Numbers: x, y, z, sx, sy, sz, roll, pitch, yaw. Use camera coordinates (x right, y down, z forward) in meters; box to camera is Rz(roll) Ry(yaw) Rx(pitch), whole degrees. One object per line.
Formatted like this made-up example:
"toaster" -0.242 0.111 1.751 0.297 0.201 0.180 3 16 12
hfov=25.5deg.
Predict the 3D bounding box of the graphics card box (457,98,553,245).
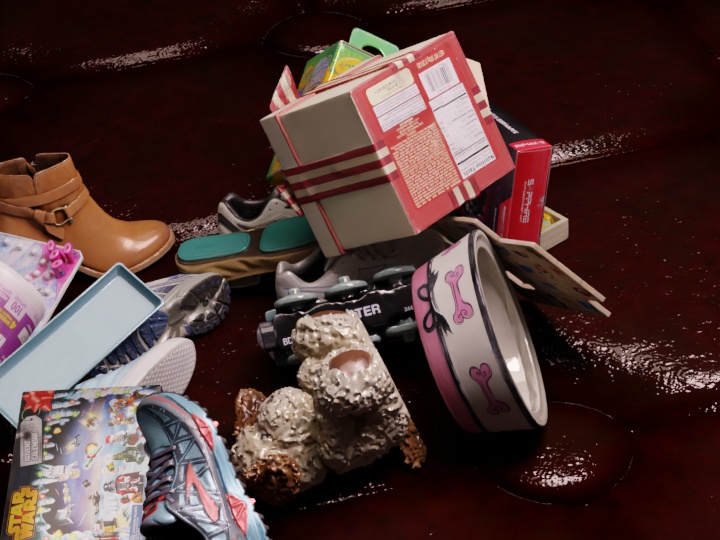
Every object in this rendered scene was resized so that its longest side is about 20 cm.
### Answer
"graphics card box" 0.140 -0.122 1.804 0.051 0.126 0.200 -10 33 -24

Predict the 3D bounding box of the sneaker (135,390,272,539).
"sneaker" -0.156 0.195 1.397 0.095 0.079 0.201 -17 62 -36

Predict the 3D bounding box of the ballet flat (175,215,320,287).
"ballet flat" -0.107 -0.017 1.766 0.199 0.063 0.069 -8 38 20

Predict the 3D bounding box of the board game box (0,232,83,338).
"board game box" -0.429 0.037 1.724 0.199 0.026 0.201 12 60 25

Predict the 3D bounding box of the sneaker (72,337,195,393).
"sneaker" -0.249 0.122 1.594 0.082 0.074 0.200 21 42 27

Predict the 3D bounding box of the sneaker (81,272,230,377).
"sneaker" -0.236 0.058 1.705 0.085 0.078 0.199 14 30 43

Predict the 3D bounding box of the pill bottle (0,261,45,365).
"pill bottle" -0.415 0.086 1.598 0.112 0.112 0.201 18 65 31

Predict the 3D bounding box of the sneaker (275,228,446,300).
"sneaker" 0.000 0.000 1.709 0.199 0.087 0.075 -23 44 -10

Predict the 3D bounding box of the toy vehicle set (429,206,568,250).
"toy vehicle set" 0.125 -0.033 1.815 0.199 0.027 0.124 -27 39 -29

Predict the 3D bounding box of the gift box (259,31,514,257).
"gift box" 0.021 -0.143 1.644 0.184 0.201 0.186 -28 9 -36

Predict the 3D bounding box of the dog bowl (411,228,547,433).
"dog bowl" 0.112 0.066 1.531 0.073 0.201 0.201 -20 31 13

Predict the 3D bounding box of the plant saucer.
"plant saucer" -0.290 0.077 1.599 0.070 0.019 0.200 39 63 16

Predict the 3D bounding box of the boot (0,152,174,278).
"boot" -0.319 -0.070 1.817 0.198 0.156 0.077 -9 33 -5

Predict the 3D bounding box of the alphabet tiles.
"alphabet tiles" 0.161 -0.006 1.610 0.008 0.167 0.200 -57 22 -9

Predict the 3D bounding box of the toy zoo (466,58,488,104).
"toy zoo" 0.080 -0.125 1.786 0.020 0.200 0.132 15 49 -29

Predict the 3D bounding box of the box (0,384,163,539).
"box" -0.253 0.200 1.456 0.136 0.040 0.201 -4 52 4

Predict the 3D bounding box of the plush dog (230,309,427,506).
"plush dog" -0.042 0.150 1.497 0.171 0.161 0.200 -28 19 -1

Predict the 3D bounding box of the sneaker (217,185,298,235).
"sneaker" -0.071 -0.054 1.799 0.198 0.088 0.076 -4 26 13

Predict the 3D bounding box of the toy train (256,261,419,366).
"toy train" -0.009 0.052 1.641 0.198 0.086 0.114 -15 -10 -4

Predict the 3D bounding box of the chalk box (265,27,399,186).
"chalk box" -0.007 -0.178 1.812 0.124 0.201 0.124 22 -11 -17
